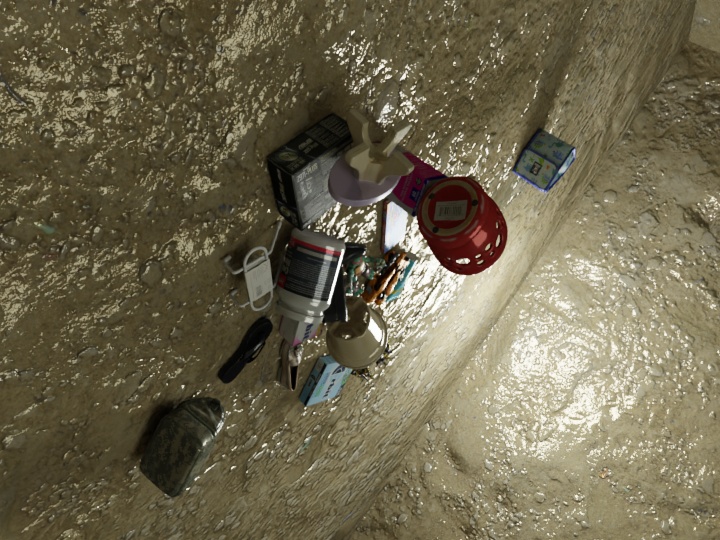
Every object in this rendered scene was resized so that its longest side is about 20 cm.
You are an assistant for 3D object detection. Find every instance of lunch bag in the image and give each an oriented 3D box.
[{"bbox_3d":[-0.426,0.426,1.396,0.203,0.138,0.167,-60,169,18],"label":"lunch bag"},{"bbox_3d":[0.727,-0.430,2.239,0.202,0.169,0.127,-52,153,1],"label":"lunch bag"}]

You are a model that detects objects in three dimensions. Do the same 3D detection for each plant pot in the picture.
[{"bbox_3d":[0.241,-0.115,1.355,0.202,0.199,0.182,-52,145,-2],"label":"plant pot"},{"bbox_3d":[-0.024,0.167,1.658,0.201,0.199,0.184,-47,158,-12],"label":"plant pot"}]

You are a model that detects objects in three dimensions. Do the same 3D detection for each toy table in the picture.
[{"bbox_3d":[0.025,-0.231,1.162,0.201,0.182,0.118,-50,171,-34],"label":"toy table"}]

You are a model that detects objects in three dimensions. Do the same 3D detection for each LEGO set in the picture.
[{"bbox_3d":[0.056,0.337,2.089,0.201,0.115,0.154,-51,153,-5],"label":"LEGO set"}]

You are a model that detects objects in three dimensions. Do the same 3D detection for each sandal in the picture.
[{"bbox_3d":[-0.290,0.217,1.477,0.202,0.042,0.076,-54,153,-1],"label":"sandal"}]

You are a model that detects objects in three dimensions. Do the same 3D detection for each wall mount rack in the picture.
[{"bbox_3d":[-0.227,-0.011,1.294,0.172,0.074,0.203,-34,148,-29],"label":"wall mount rack"}]

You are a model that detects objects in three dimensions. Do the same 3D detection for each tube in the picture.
[{"bbox_3d":[0.140,0.028,1.961,0.076,0.050,0.203,-15,139,-41],"label":"tube"}]

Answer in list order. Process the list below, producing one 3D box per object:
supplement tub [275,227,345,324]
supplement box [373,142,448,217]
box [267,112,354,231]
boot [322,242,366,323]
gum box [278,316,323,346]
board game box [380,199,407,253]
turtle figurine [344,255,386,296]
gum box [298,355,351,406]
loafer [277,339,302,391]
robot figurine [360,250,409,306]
[{"bbox_3d":[-0.123,0.011,1.361,0.139,0.138,0.206,7,101,-59],"label":"supplement tub"},{"bbox_3d":[0.107,-0.235,1.430,0.102,0.199,0.103,-16,136,-47],"label":"supplement box"},{"bbox_3d":[-0.096,-0.217,1.246,0.199,0.085,0.166,-41,150,-25],"label":"box"},{"bbox_3d":[-0.049,0.033,1.482,0.161,0.207,0.065,-1,170,-30],"label":"boot"},{"bbox_3d":[-0.144,0.094,1.545,0.112,0.066,0.204,-19,136,-47],"label":"gum box"},{"bbox_3d":[0.104,-0.153,1.716,0.102,0.019,0.203,-39,149,-31],"label":"board game box"},{"bbox_3d":[0.000,0.000,1.638,0.148,0.102,0.201,-34,164,-9],"label":"turtle figurine"},{"bbox_3d":[-0.107,0.369,1.945,0.198,0.044,0.173,0,121,-57],"label":"gum box"},{"bbox_3d":[-0.198,0.270,1.663,0.071,0.062,0.204,-25,141,-42],"label":"loafer"},{"bbox_3d":[0.084,0.020,1.839,0.203,0.058,0.144,-58,153,8],"label":"robot figurine"}]
